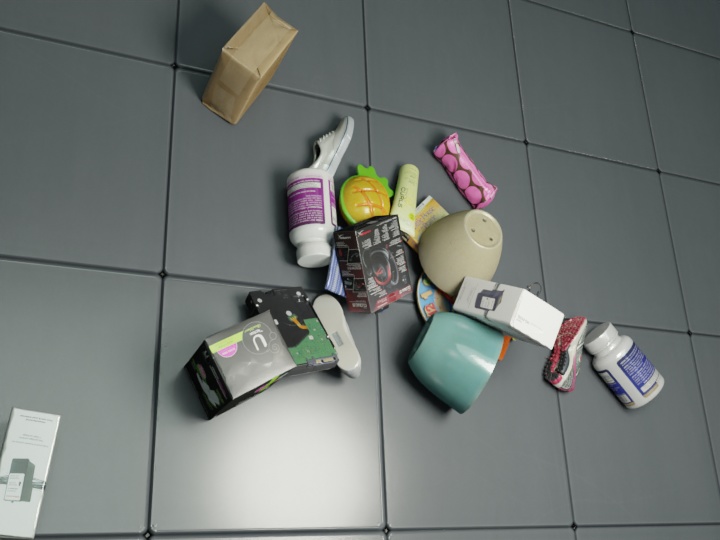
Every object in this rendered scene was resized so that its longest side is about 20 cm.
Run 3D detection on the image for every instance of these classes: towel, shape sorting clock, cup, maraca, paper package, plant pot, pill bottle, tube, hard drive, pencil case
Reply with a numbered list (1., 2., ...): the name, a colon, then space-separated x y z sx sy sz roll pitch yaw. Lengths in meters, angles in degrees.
1. towel: 0.000 0.000 1.732 0.198 0.024 0.148 24 70 -43
2. shape sorting clock: 0.221 0.074 1.850 0.196 0.039 0.205 9 67 -22
3. cup: 0.251 -0.061 1.792 0.196 0.144 0.204 12 57 -19
4. maraca: 0.016 -0.170 1.811 0.136 0.107 0.202 39 44 -16
5. paper package: -0.253 -0.465 1.741 0.103 0.200 0.193 35 59 -9
6. plant pot: 0.201 0.187 1.711 0.159 0.201 0.203 30 60 -1
7. pill bottle: 0.660 0.236 1.950 0.119 0.120 0.201 -40 91 -32
8. tube: 0.109 -0.171 1.858 0.057 0.052 0.203 -1 49 14
9. pill bottle: -0.108 -0.115 1.724 0.110 0.112 0.205 4 68 -23
10. hard drive: -0.143 0.124 1.607 0.137 0.038 0.202 -6 50 -38
11. pencil case: 0.271 -0.253 1.970 0.090 0.094 0.201 -38 90 -32

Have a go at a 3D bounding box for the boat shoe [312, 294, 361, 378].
1. boat shoe: -0.047 0.145 1.675 0.071 0.069 0.201 -28 57 -9

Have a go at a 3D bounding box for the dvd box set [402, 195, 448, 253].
1. dvd box set: 0.198 -0.073 1.882 0.200 0.029 0.146 45 53 4

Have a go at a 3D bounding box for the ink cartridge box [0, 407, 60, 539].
1. ink cartridge box: -0.573 0.350 1.301 0.081 0.146 0.205 14 66 -20

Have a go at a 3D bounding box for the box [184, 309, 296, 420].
1. box: -0.237 0.185 1.493 0.147 0.200 0.126 -24 82 -30

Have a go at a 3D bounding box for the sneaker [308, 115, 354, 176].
1. sneaker: -0.073 -0.297 1.834 0.070 0.073 0.203 29 61 -16

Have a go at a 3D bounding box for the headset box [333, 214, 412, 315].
1. headset box: 0.031 -0.006 1.692 0.147 0.074 0.205 -24 107 -43

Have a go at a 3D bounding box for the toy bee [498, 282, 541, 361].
1. toy bee: 0.350 0.119 1.873 0.199 0.108 0.132 -40 121 -19

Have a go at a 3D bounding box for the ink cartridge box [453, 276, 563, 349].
1. ink cartridge box: 0.324 0.091 1.691 0.143 0.199 0.086 28 83 -31

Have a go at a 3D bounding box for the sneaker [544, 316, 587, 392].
1. sneaker: 0.522 0.206 1.927 0.074 0.080 0.203 38 66 -24
